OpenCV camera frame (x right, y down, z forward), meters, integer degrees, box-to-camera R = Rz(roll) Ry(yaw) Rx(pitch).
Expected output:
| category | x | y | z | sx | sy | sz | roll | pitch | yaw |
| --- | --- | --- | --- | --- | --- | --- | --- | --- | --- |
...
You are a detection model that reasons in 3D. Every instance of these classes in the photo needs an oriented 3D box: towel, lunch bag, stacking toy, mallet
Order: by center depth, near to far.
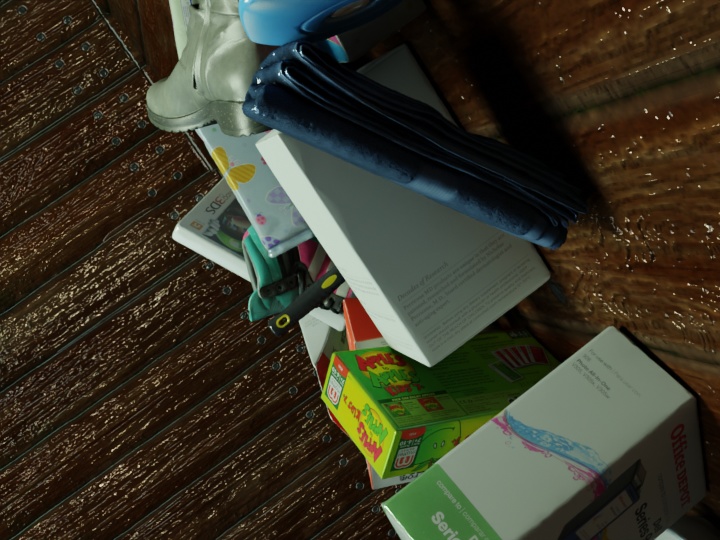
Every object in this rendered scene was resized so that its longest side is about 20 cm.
| category | x | y | z | sx | sy | sz | roll | pitch | yaw |
| --- | --- | --- | --- | --- | --- | --- | --- | --- | --- |
| stacking toy | -0.041 | -0.233 | 0.563 | 0.110 | 0.115 | 0.201 | 176 | 73 | -87 |
| towel | 0.029 | -0.074 | 0.620 | 0.199 | 0.049 | 0.112 | 22 | -177 | -15 |
| mallet | 0.000 | 0.000 | 0.932 | 0.066 | 0.200 | 0.041 | 44 | -163 | 7 |
| lunch bag | -0.069 | -0.137 | 0.934 | 0.170 | 0.127 | 0.200 | 60 | -161 | -28 |

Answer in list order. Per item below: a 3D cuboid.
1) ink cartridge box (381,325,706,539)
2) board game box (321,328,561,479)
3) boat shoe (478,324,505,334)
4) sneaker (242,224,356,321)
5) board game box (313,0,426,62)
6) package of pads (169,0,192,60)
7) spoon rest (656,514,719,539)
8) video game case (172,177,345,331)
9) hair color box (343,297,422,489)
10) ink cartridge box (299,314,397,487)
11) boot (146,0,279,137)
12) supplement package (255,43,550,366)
| category | x | y | z | sx | sy | sz | roll | pitch | yaw |
| --- | --- | --- | --- | --- | --- | --- | --- | --- | --- |
| ink cartridge box | 0.132 | 0.155 | 0.713 | 0.087 | 0.200 | 0.146 | 44 | 167 | 39 |
| board game box | 0.081 | 0.103 | 0.852 | 0.102 | 0.199 | 0.048 | 47 | 131 | 45 |
| boat shoe | 0.149 | 0.149 | 0.991 | 0.201 | 0.072 | 0.068 | 59 | -160 | -13 |
| sneaker | -0.047 | 0.023 | 1.001 | 0.200 | 0.120 | 0.084 | 53 | 166 | 12 |
| board game box | -0.052 | -0.236 | 0.681 | 0.200 | 0.064 | 0.148 | 56 | 173 | -17 |
| package of pads | -0.162 | -0.248 | 1.108 | 0.200 | 0.068 | 0.156 | 158 | 102 | -83 |
| spoon rest | 0.232 | 0.206 | 0.835 | 0.200 | 0.060 | 0.100 | 46 | 169 | 53 |
| video game case | -0.077 | -0.033 | 1.126 | 0.199 | 0.023 | 0.182 | 29 | -148 | 1 |
| hair color box | 0.045 | 0.109 | 0.969 | 0.061 | 0.101 | 0.201 | -106 | 8 | -50 |
| ink cartridge box | -0.003 | 0.110 | 1.125 | 0.161 | 0.050 | 0.200 | 52 | -170 | -44 |
| boot | -0.103 | -0.165 | 0.723 | 0.200 | 0.067 | 0.131 | 15 | 120 | 57 |
| supplement package | 0.028 | -0.048 | 0.786 | 0.201 | 0.117 | 0.117 | 56 | 172 | -11 |
